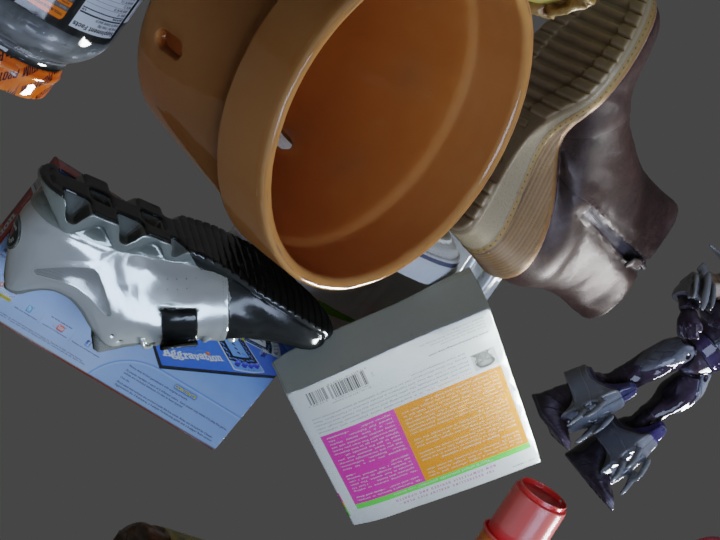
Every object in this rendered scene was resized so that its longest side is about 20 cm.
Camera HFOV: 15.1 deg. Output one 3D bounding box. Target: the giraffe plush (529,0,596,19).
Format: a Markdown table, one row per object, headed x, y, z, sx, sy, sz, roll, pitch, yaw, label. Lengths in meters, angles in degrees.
| x | y | z | sx | sy | sz | roll | pitch | yaw | label |
| --- | --- | --- | --- | --- | --- | --- | --- | --- | --- |
| 0.124 | -0.219 | 1.514 | 0.173 | 0.200 | 0.162 | 14 | 141 | -34 | giraffe plush |

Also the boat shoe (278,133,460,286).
| x | y | z | sx | sy | sz | roll | pitch | yaw | label |
| --- | --- | --- | --- | --- | --- | --- | --- | --- | --- |
| -0.006 | -0.066 | 1.605 | 0.200 | 0.071 | 0.070 | 37 | 103 | -22 | boat shoe |

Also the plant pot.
| x | y | z | sx | sy | sz | roll | pitch | yaw | label |
| --- | --- | --- | --- | --- | --- | --- | --- | --- | --- |
| -0.024 | -0.109 | 1.460 | 0.200 | 0.140 | 0.200 | -30 | 138 | -32 | plant pot |

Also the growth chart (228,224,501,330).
| x | y | z | sx | sy | sz | roll | pitch | yaw | label |
| --- | --- | --- | --- | --- | --- | --- | --- | --- | --- |
| 0.000 | 0.000 | 1.695 | 0.200 | 0.018 | 0.145 | 35 | 103 | -35 | growth chart |

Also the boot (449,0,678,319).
| x | y | z | sx | sy | sz | roll | pitch | yaw | label |
| --- | --- | --- | --- | --- | --- | --- | --- | --- | --- |
| 0.150 | -0.073 | 1.698 | 0.166 | 0.072 | 0.200 | 26 | 102 | -48 | boot |

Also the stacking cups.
| x | y | z | sx | sy | sz | roll | pitch | yaw | label |
| --- | --- | --- | --- | --- | --- | --- | --- | --- | --- |
| 0.074 | 0.233 | 1.841 | 0.060 | 0.061 | 0.200 | 22 | 110 | -31 | stacking cups |

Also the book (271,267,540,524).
| x | y | z | sx | sy | sz | roll | pitch | yaw | label |
| --- | --- | --- | --- | --- | --- | --- | --- | --- | --- |
| 0.031 | 0.086 | 1.698 | 0.134 | 0.048 | 0.200 | -24 | 149 | -1 | book |

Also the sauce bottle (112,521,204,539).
| x | y | z | sx | sy | sz | roll | pitch | yaw | label |
| --- | --- | --- | --- | --- | --- | --- | --- | --- | --- |
| -0.072 | 0.218 | 1.769 | 0.200 | 0.066 | 0.066 | 22 | 110 | -30 | sauce bottle |

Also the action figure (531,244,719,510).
| x | y | z | sx | sy | sz | roll | pitch | yaw | label |
| --- | --- | --- | --- | --- | --- | --- | --- | --- | --- |
| 0.217 | 0.064 | 1.794 | 0.200 | 0.069 | 0.130 | -37 | 122 | -1 | action figure |

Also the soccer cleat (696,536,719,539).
| x | y | z | sx | sy | sz | roll | pitch | yaw | label |
| --- | --- | --- | --- | --- | --- | --- | --- | --- | --- |
| 0.219 | 0.273 | 1.935 | 0.076 | 0.067 | 0.200 | 2 | 118 | -60 | soccer cleat |

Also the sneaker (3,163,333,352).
| x | y | z | sx | sy | sz | roll | pitch | yaw | label |
| --- | --- | --- | --- | --- | --- | --- | --- | --- | --- |
| -0.116 | 0.015 | 1.592 | 0.200 | 0.074 | 0.089 | 24 | 107 | -15 | sneaker |

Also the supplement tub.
| x | y | z | sx | sy | sz | roll | pitch | yaw | label |
| --- | --- | --- | --- | --- | --- | --- | --- | --- | --- |
| -0.151 | -0.197 | 1.430 | 0.123 | 0.123 | 0.200 | 28 | 107 | -33 | supplement tub |

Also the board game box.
| x | y | z | sx | sy | sz | roll | pitch | yaw | label |
| --- | --- | --- | --- | --- | --- | --- | --- | --- | --- |
| -0.135 | 0.022 | 1.639 | 0.200 | 0.019 | 0.103 | 34 | 104 | -28 | board game box |
